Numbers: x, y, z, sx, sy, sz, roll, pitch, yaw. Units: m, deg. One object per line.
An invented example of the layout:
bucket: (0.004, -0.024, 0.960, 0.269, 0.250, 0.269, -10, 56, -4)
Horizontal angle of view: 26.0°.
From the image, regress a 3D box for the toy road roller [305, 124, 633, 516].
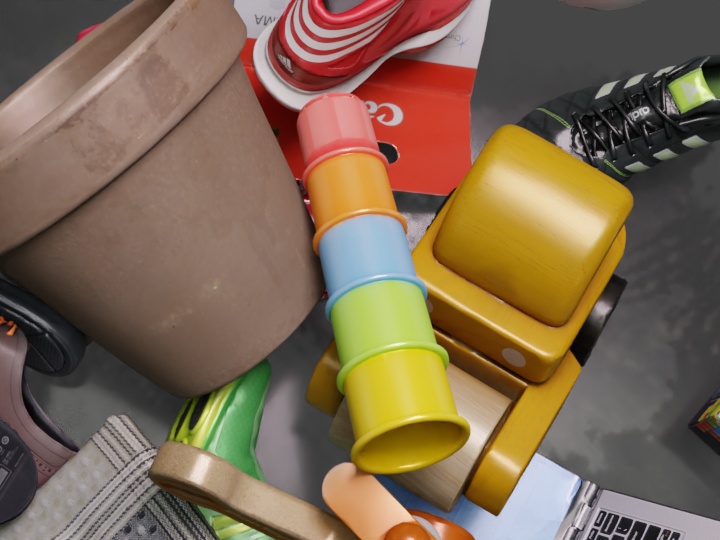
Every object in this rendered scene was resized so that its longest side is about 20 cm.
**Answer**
toy road roller: (0.070, 0.015, 0.843, 0.122, 0.146, 0.200, 30, 57, 10)

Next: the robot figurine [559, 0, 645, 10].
robot figurine: (0.162, -0.255, 0.953, 0.149, 0.125, 0.201, 27, 75, 4)

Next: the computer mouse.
computer mouse: (-0.238, 0.064, 0.776, 0.200, 0.034, 0.059, 47, 65, -32)

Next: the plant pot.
plant pot: (-0.107, -0.033, 0.827, 0.200, 0.200, 0.175, -43, 108, -13)

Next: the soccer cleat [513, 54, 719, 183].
soccer cleat: (0.172, -0.093, 0.936, 0.199, 0.081, 0.068, -19, 80, -10)

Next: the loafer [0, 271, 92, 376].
loafer: (-0.232, -0.018, 0.890, 0.199, 0.072, 0.063, 36, 53, -3)

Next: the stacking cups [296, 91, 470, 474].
stacking cups: (0.000, 0.000, 0.789, 0.060, 0.061, 0.201, -12, 61, -9)

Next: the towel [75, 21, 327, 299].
towel: (-0.077, -0.071, 0.935, 0.144, 0.022, 0.201, -17, 79, -9)

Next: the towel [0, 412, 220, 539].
towel: (-0.147, 0.204, 0.806, 0.200, 0.035, 0.193, -41, 69, 6)

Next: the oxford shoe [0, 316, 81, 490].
oxford shoe: (-0.221, 0.034, 0.848, 0.072, 0.071, 0.201, -27, 107, -1)

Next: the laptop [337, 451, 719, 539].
laptop: (0.080, 0.183, 0.848, 0.116, 0.199, 0.188, 37, 74, -32)

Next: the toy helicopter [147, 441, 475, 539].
toy helicopter: (-0.013, 0.136, 0.782, 0.199, 0.132, 0.079, 27, 71, -15)

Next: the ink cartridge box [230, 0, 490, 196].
ink cartridge box: (0.000, -0.151, 0.931, 0.159, 0.047, 0.202, 6, 71, -16)

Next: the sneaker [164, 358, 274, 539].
sneaker: (-0.074, 0.143, 0.867, 0.083, 0.074, 0.202, 12, 80, -19)

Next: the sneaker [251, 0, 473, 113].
sneaker: (0.033, -0.170, 0.853, 0.078, 0.115, 0.200, 43, 59, -4)

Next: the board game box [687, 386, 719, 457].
board game box: (0.321, 0.074, 0.927, 0.165, 0.057, 0.200, 44, 76, 3)
